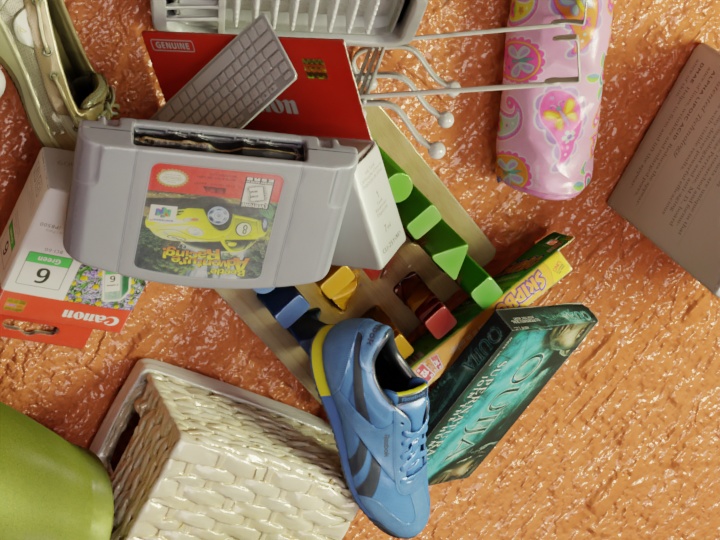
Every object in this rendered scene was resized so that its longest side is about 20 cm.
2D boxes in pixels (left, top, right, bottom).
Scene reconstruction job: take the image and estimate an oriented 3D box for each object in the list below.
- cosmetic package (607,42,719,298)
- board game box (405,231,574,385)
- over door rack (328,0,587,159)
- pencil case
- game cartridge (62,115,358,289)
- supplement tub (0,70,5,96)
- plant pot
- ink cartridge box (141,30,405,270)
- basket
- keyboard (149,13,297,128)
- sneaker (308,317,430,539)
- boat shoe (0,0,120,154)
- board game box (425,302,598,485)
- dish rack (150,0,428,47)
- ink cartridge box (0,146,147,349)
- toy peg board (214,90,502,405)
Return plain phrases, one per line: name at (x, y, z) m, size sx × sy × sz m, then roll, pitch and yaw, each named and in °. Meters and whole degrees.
cosmetic package at (0.346, -0.060, 1.774) m, size 0.164 × 0.200 × 0.166 m, roll 22°, pitch 104°, yaw -30°
board game box at (0.099, 0.038, 1.777) m, size 0.200 × 0.096 × 0.030 m, roll -41°, pitch 97°, yaw -2°
over door rack at (0.082, -0.146, 1.609) m, size 0.198 × 0.148 × 0.067 m, roll -15°, pitch 112°, yaw 14°
pencil case at (0.158, -0.159, 1.720) m, size 0.087 × 0.087 × 0.202 m, roll -7°, pitch 117°, yaw -20°
game cartridge at (-0.110, -0.044, 1.514) m, size 0.198 × 0.041 × 0.134 m, roll 5°, pitch 139°, yaw -11°
supplement tub at (-0.363, -0.125, 1.472) m, size 0.199 × 0.144 × 0.145 m, roll -37°, pitch 122°, yaw -4°
plant pot at (-0.301, 0.183, 1.630) m, size 0.192 × 0.200 × 0.201 m, roll 20°, pitch 105°, yaw -40°
ink cartridge box at (-0.076, -0.091, 1.587) m, size 0.044 × 0.199 × 0.175 m, roll -48°, pitch 132°, yaw -39°
basket at (-0.112, 0.179, 1.735) m, size 0.199 × 0.123 × 0.136 m, roll 21°, pitch 105°, yaw -30°
keyboard at (-0.121, -0.113, 1.583) m, size 0.200 × 0.057 × 0.011 m, roll -38°, pitch 168°, yaw 35°
sneaker at (0.025, 0.130, 1.691) m, size 0.066 × 0.078 × 0.201 m, roll -42°, pitch 120°, yaw -46°
boat shoe at (-0.217, -0.146, 1.561) m, size 0.063 × 0.073 × 0.202 m, roll -18°, pitch 117°, yaw 17°
board game box at (0.102, 0.107, 1.782) m, size 0.135 × 0.028 × 0.200 m, roll -5°, pitch 138°, yaw -52°
dish rack at (-0.053, -0.205, 1.551) m, size 0.198 × 0.172 × 0.044 m, roll 4°, pitch 81°, yaw -4°
ink cartridge box at (-0.222, 0.001, 1.608) m, size 0.108 × 0.051 × 0.201 m, roll 10°, pitch 131°, yaw -26°
toy peg board at (0.000, 0.000, 1.715) m, size 0.199 × 0.098 × 0.200 m, roll -42°, pitch 122°, yaw -1°
